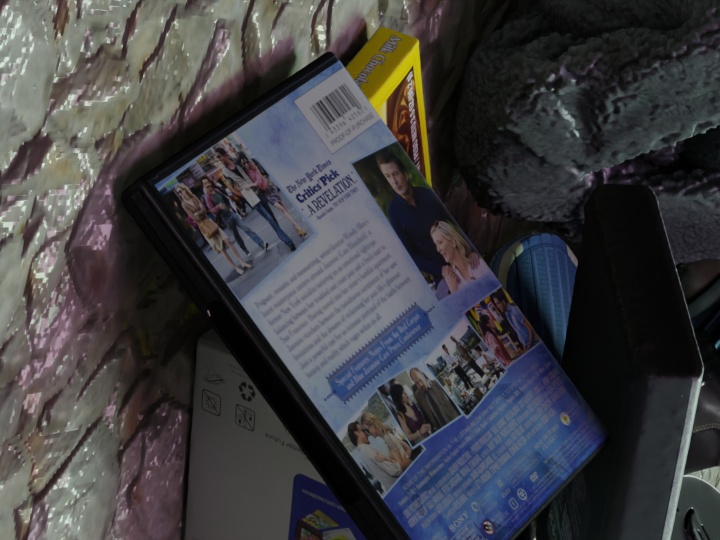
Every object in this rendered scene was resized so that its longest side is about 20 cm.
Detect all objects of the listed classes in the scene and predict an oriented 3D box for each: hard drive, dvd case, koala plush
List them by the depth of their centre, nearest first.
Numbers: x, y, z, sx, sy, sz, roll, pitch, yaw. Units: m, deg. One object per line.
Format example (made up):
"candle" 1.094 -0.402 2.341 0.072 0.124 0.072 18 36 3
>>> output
"dvd case" 0.006 0.021 1.065 0.018 0.200 0.143 -34 -177 41
"hard drive" 0.111 0.082 1.195 0.140 0.033 0.201 -97 -170 -54
"koala plush" 0.139 -0.124 1.300 0.178 0.183 0.201 58 32 -46

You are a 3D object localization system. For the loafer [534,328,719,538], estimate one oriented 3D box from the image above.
"loafer" 0.123 0.111 1.390 0.073 0.072 0.200 -25 166 -47

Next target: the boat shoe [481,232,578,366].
"boat shoe" 0.077 0.029 1.317 0.200 0.072 0.073 26 60 -68

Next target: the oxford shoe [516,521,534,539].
"oxford shoe" 0.048 0.076 1.212 0.071 0.073 0.200 -27 149 2

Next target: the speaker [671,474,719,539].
"speaker" 0.104 0.179 1.347 0.200 0.081 0.081 -35 178 33

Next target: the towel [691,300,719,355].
"towel" 0.186 0.028 1.488 0.200 0.048 0.112 -53 -174 15

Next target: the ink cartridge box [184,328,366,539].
"ink cartridge box" -0.027 0.125 1.138 0.039 0.099 0.201 -29 134 -50

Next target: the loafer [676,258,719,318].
"loafer" 0.154 -0.016 1.403 0.072 0.063 0.200 -45 -175 0

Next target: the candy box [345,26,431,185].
"candy box" 0.000 0.000 1.202 0.102 0.026 0.201 -50 148 -35
